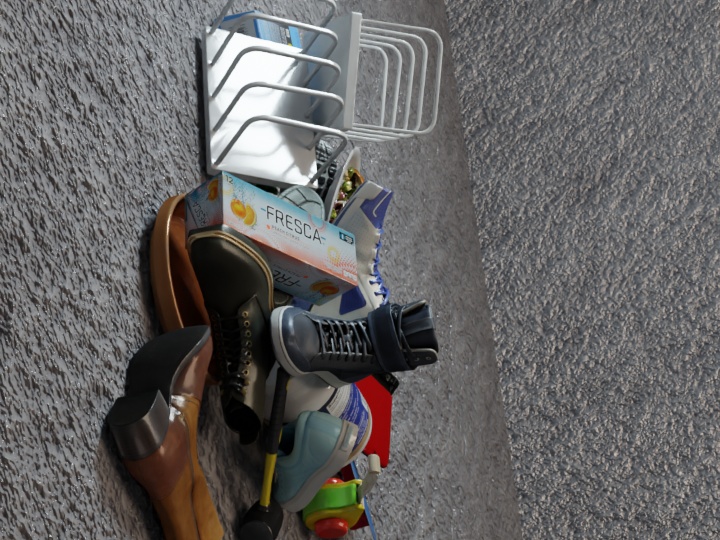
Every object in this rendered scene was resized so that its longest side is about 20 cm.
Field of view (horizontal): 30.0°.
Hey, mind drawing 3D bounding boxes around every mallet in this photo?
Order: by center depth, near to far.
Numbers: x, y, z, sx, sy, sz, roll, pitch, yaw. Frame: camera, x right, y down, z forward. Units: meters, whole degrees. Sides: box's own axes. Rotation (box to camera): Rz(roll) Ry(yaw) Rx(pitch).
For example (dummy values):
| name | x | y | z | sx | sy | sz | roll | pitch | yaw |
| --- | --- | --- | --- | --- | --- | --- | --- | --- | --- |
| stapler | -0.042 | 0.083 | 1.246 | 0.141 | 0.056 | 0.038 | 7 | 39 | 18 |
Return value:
| name | x | y | z | sx | sy | sz | roll | pitch | yaw |
| --- | --- | --- | --- | --- | --- | --- | --- | --- | --- |
| mallet | -0.096 | 0.202 | 1.411 | 0.066 | 0.041 | 0.202 | -67 | 166 | -67 |

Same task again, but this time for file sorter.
| name | x | y | z | sx | sy | sz | roll | pitch | yaw |
| --- | --- | --- | --- | --- | --- | --- | --- | --- | --- |
| file sorter | -0.099 | -0.218 | 1.582 | 0.124 | 0.138 | 0.202 | -43 | -134 | 51 |
| file sorter | 0.007 | -0.235 | 1.700 | 0.200 | 0.123 | 0.140 | -173 | -92 | -70 |

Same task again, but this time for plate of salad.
| name | x | y | z | sx | sy | sz | roll | pitch | yaw |
| --- | --- | --- | --- | --- | --- | --- | --- | --- | --- |
| plate of salad | -0.019 | -0.055 | 1.690 | 0.200 | 0.048 | 0.202 | 15 | 90 | -84 |

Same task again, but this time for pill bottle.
| name | x | y | z | sx | sy | sz | roll | pitch | yaw |
| --- | --- | --- | --- | --- | --- | --- | --- | --- | --- |
| pill bottle | -0.067 | 0.143 | 1.565 | 0.200 | 0.115 | 0.117 | 61 | 21 | -51 |

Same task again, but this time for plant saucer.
| name | x | y | z | sx | sy | sz | roll | pitch | yaw |
| --- | --- | --- | --- | --- | --- | --- | --- | --- | --- |
| plant saucer | -0.174 | 0.021 | 1.402 | 0.200 | 0.032 | 0.202 | -12 | 90 | -78 |

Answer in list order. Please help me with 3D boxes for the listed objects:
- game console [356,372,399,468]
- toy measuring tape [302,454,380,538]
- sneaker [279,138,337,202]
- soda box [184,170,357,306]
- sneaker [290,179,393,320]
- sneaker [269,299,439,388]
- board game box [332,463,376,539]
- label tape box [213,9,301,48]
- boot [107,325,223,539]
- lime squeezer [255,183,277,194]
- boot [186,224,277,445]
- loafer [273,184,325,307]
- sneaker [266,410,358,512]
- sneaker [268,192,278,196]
| name | x | y | z | sx | sy | sz | roll | pitch | yaw |
| --- | --- | --- | --- | --- | --- | --- | --- | --- | --- |
| game console | -0.027 | 0.158 | 1.820 | 0.119 | 0.172 | 0.200 | -56 | 155 | -8 |
| toy measuring tape | -0.030 | 0.273 | 1.624 | 0.201 | 0.073 | 0.074 | 113 | -23 | -55 |
| sneaker | -0.081 | -0.075 | 1.730 | 0.081 | 0.073 | 0.202 | -135 | -121 | -74 |
| soda box | -0.093 | -0.031 | 1.417 | 0.199 | 0.063 | 0.069 | 26 | 49 | -41 |
| sneaker | 0.000 | 0.001 | 1.561 | 0.200 | 0.115 | 0.081 | -59 | -177 | 8 |
| sneaker | 0.000 | 0.067 | 1.406 | 0.202 | 0.145 | 0.078 | 26 | 52 | -64 |
| board game box | -0.019 | 0.286 | 1.763 | 0.200 | 0.039 | 0.159 | -109 | -177 | -68 |
| label tape box | -0.125 | -0.260 | 1.793 | 0.200 | 0.063 | 0.146 | -15 | 94 | -77 |
| boot | -0.156 | 0.173 | 1.262 | 0.189 | 0.068 | 0.201 | -80 | 155 | -60 |
| lime squeezer | -0.131 | -0.096 | 1.680 | 0.201 | 0.037 | 0.071 | -83 | 157 | -53 |
| boot | -0.126 | 0.065 | 1.349 | 0.201 | 0.077 | 0.139 | 64 | 24 | -44 |
| loafer | -0.097 | -0.018 | 1.519 | 0.072 | 0.063 | 0.201 | 35 | 42 | -14 |
| sneaker | -0.071 | 0.204 | 1.499 | 0.200 | 0.081 | 0.074 | -53 | -168 | 51 |
| sneaker | -0.102 | 0.006 | 1.604 | 0.083 | 0.080 | 0.202 | -34 | 119 | -54 |
